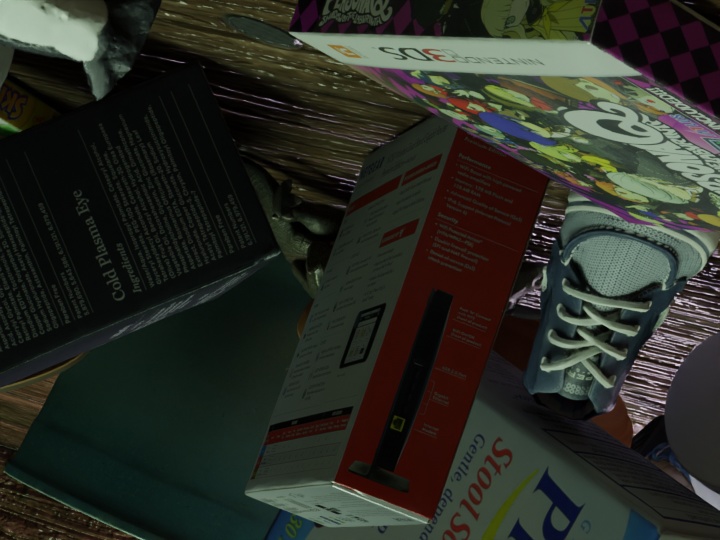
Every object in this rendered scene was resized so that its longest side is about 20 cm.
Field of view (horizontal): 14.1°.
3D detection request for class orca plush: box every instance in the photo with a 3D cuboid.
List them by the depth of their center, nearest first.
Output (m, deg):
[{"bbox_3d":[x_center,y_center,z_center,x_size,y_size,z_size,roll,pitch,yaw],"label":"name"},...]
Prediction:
[{"bbox_3d":[-0.168,-0.151,1.150,0.199,0.071,0.105,18,126,-15],"label":"orca plush"}]

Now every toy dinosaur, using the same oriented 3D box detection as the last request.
[{"bbox_3d":[0.000,0.000,1.536,0.199,0.077,0.102,14,162,14],"label":"toy dinosaur"}]

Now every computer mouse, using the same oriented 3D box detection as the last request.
[{"bbox_3d":[0.148,0.161,1.832,0.034,0.200,0.059,46,148,-1],"label":"computer mouse"}]

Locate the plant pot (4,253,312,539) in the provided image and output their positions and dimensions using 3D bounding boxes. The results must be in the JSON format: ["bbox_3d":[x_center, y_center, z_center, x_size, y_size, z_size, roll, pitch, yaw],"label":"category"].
[{"bbox_3d":[-0.085,0.073,1.741,0.199,0.189,0.200,23,176,2],"label":"plant pot"}]

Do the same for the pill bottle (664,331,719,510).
[{"bbox_3d":[0.238,0.098,1.497,0.113,0.114,0.200,12,167,37],"label":"pill bottle"}]

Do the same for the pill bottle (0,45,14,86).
[{"bbox_3d":[-0.221,-0.098,1.316,0.114,0.115,0.200,23,170,-18],"label":"pill bottle"}]

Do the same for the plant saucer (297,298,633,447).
[{"bbox_3d":[0.063,0.051,1.629,0.199,0.038,0.200,20,-165,-6],"label":"plant saucer"}]

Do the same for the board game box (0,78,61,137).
[{"bbox_3d":[-0.249,-0.114,1.550,0.095,0.030,0.200,13,170,37],"label":"board game box"}]

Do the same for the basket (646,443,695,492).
[{"bbox_3d":[0.213,0.165,1.725,0.139,0.200,0.176,54,171,8],"label":"basket"}]

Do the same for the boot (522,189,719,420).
[{"bbox_3d":[0.117,0.017,1.349,0.072,0.091,0.200,19,170,6],"label":"boot"}]

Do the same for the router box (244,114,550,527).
[{"bbox_3d":[0.016,0.025,1.332,0.049,0.180,0.200,22,171,-10],"label":"router box"}]

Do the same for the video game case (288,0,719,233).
[{"bbox_3d":[0.100,-0.063,1.110,0.199,0.036,0.181,27,169,-36],"label":"video game case"}]

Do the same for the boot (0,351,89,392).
[{"bbox_3d":[-0.151,-0.001,1.589,0.074,0.199,0.076,56,164,18],"label":"boot"}]

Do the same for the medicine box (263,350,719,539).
[{"bbox_3d":[0.061,0.155,1.447,0.200,0.183,0.103,35,-168,36],"label":"medicine box"}]

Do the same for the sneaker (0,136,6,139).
[{"bbox_3d":[-0.205,-0.043,1.587,0.199,0.076,0.088,-14,-172,-37],"label":"sneaker"}]

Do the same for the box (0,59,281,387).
[{"bbox_3d":[-0.154,-0.009,1.433,0.181,0.105,0.200,-24,179,-13],"label":"box"}]
